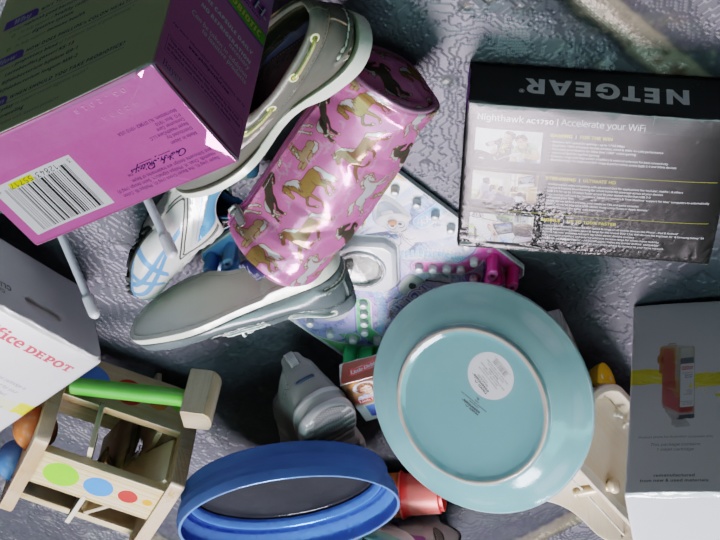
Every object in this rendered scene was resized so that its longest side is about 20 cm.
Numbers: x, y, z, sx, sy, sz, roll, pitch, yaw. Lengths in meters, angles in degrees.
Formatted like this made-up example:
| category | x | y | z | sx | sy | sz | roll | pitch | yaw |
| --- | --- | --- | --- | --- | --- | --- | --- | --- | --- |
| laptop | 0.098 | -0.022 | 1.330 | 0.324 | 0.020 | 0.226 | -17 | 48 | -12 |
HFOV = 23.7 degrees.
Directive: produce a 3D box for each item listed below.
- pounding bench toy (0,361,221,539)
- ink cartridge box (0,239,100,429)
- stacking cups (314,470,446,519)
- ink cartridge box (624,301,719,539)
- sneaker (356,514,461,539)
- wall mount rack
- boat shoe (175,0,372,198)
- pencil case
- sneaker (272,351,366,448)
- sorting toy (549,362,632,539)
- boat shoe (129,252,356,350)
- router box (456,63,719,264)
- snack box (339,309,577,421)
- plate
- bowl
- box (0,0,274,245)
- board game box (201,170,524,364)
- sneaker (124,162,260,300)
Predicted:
| category | x | y | z | sx | sy | sz | roll | pitch | yaw |
| --- | --- | --- | --- | --- | --- | --- | --- | --- | --- |
| pounding bench toy | -0.227 | 0.134 | 1.536 | 0.156 | 0.124 | 0.200 | 21 | 135 | -14 |
| ink cartridge box | -0.342 | 0.069 | 1.453 | 0.200 | 0.084 | 0.145 | -33 | 140 | 20 |
| stacking cups | -0.019 | 0.219 | 1.645 | 0.199 | 0.061 | 0.061 | -6 | 136 | 13 |
| ink cartridge box | 0.270 | 0.146 | 1.422 | 0.083 | 0.200 | 0.145 | -3 | 136 | 16 |
| sneaker | 0.033 | 0.278 | 1.694 | 0.140 | 0.078 | 0.200 | -7 | -177 | -35 |
| wall mount rack | -0.235 | -0.059 | 1.355 | 0.174 | 0.075 | 0.200 | 37 | 135 | -20 |
| boat shoe | -0.082 | -0.126 | 1.235 | 0.202 | 0.072 | 0.060 | -37 | 144 | 28 |
| pencil case | -0.023 | -0.079 | 1.289 | 0.086 | 0.083 | 0.200 | -8 | 143 | -50 |
| sneaker | -0.042 | 0.135 | 1.561 | 0.075 | 0.082 | 0.200 | -23 | 156 | -16 |
| sorting toy | 0.159 | 0.162 | 1.537 | 0.180 | 0.107 | 0.200 | -8 | 144 | 32 |
| boat shoe | -0.096 | 0.035 | 1.412 | 0.200 | 0.073 | 0.062 | -20 | 127 | 20 |
| router box | 0.177 | -0.079 | 1.302 | 0.199 | 0.051 | 0.149 | 5 | 135 | 3 |
| snack box | 0.086 | 0.083 | 1.485 | 0.200 | 0.024 | 0.072 | -15 | 145 | 13 |
| plate | 0.096 | 0.109 | 1.415 | 0.200 | 0.026 | 0.201 | 7 | 107 | 26 |
| bowl | -0.066 | 0.205 | 1.536 | 0.200 | 0.039 | 0.201 | -7 | 153 | -4 |
| box | -0.165 | -0.142 | 1.176 | 0.176 | 0.200 | 0.097 | -20 | 131 | 26 |
| board game box | 0.000 | 0.000 | 1.432 | 0.200 | 0.026 | 0.200 | 35 | 130 | -26 |
| sneaker | -0.138 | -0.036 | 1.380 | 0.072 | 0.072 | 0.200 | 24 | 136 | -9 |
